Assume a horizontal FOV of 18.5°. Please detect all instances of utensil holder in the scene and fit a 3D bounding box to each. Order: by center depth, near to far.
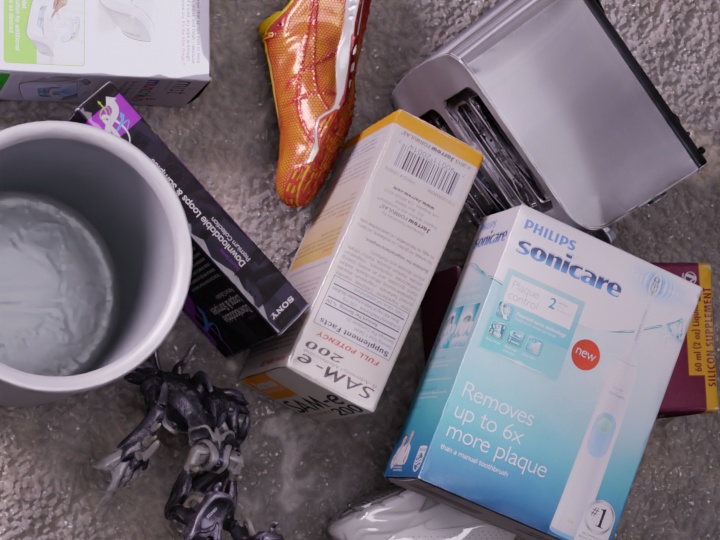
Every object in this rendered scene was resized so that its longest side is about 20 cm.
[{"bbox_3d":[-0.213,0.003,1.440,0.169,0.200,0.171,2,83,-17],"label":"utensil holder"}]

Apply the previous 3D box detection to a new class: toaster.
[{"bbox_3d":[0.128,-0.111,1.568,0.119,0.181,0.200,-36,94,-17],"label":"toaster"}]

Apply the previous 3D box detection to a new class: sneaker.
[{"bbox_3d":[0.080,0.183,1.576,0.199,0.078,0.100,-21,95,-9],"label":"sneaker"},{"bbox_3d":[-0.040,-0.142,1.592,0.077,0.073,0.201,8,75,7],"label":"sneaker"}]

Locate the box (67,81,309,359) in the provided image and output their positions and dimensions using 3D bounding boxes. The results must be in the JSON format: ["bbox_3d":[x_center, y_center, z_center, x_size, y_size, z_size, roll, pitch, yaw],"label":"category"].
[{"bbox_3d":[-0.128,-0.030,1.500,0.036,0.143,0.200,-42,96,-19],"label":"box"}]

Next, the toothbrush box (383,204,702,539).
[{"bbox_3d":[0.124,0.076,1.501,0.146,0.085,0.201,25,78,-13],"label":"toothbrush box"}]

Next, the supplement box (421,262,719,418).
[{"bbox_3d":[0.151,0.053,1.601,0.199,0.086,0.111,-1,83,-16],"label":"supplement box"}]

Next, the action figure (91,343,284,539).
[{"bbox_3d":[-0.121,0.134,1.493,0.119,0.200,0.102,26,114,-36],"label":"action figure"}]

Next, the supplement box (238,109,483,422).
[{"bbox_3d":[0.000,0.000,1.543,0.073,0.126,0.201,27,76,-13],"label":"supplement box"}]

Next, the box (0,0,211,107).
[{"bbox_3d":[-0.196,-0.223,1.530,0.176,0.097,0.201,0,82,-17],"label":"box"}]
